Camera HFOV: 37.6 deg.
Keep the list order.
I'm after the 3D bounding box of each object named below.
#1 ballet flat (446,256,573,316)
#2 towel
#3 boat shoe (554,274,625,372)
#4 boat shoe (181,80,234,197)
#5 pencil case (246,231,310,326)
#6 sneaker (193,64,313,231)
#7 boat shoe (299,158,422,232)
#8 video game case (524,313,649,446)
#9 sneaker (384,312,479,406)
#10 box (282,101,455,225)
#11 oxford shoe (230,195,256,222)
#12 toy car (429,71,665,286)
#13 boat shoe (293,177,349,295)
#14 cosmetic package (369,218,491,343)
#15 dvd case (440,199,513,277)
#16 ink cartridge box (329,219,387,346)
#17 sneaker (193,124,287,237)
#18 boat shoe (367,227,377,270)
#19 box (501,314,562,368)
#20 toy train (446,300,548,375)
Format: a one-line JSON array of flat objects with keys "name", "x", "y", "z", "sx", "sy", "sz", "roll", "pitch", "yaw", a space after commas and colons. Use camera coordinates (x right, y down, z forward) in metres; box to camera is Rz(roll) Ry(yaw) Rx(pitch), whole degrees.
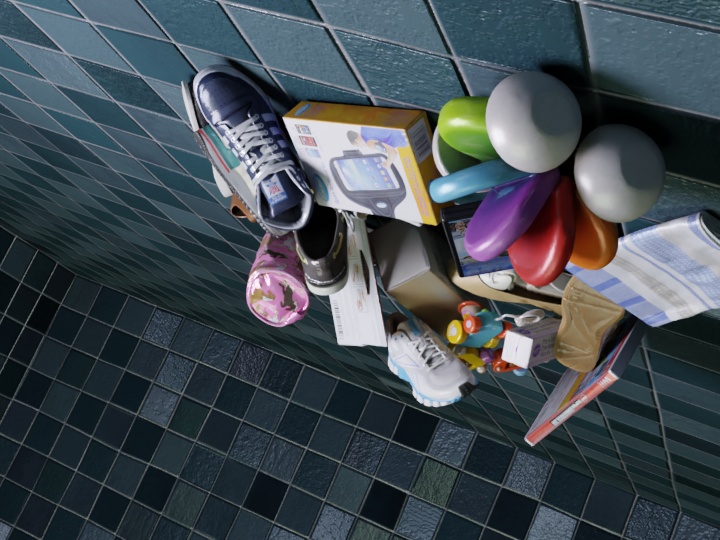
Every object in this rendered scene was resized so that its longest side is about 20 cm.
[{"name": "ballet flat", "x": 0.210, "y": 0.009, "z": 1.341, "sx": 0.200, "sy": 0.069, "sz": 0.063, "roll": 14, "pitch": 158, "yaw": 3}, {"name": "towel", "x": 0.322, "y": 0.004, "z": 1.082, "sx": 0.147, "sy": 0.024, "sz": 0.200, "roll": 31, "pitch": 153, "yaw": -22}, {"name": "boat shoe", "x": 0.277, "y": 0.035, "z": 1.247, "sx": 0.074, "sy": 0.069, "sz": 0.200, "roll": 25, "pitch": 141, "yaw": 12}, {"name": "boat shoe", "x": -0.169, "y": -0.166, "z": 1.315, "sx": 0.060, "sy": 0.074, "sz": 0.200, "roll": -16, "pitch": 142, "yaw": 2}, {"name": "pencil case", "x": -0.093, "y": -0.005, "z": 1.364, "sx": 0.086, "sy": 0.083, "sz": 0.200, "roll": 10, "pitch": -154, "yaw": 2}, {"name": "sneaker", "x": -0.113, "y": -0.130, "z": 1.168, "sx": 0.200, "sy": 0.070, "sz": 0.109, "roll": 55, "pitch": -169, "yaw": -36}, {"name": "boat shoe", "x": -0.002, "y": -0.089, "z": 1.254, "sx": 0.202, "sy": 0.086, "sz": 0.075, "roll": 19, "pitch": 166, "yaw": 30}, {"name": "video game case", "x": 0.288, "y": 0.130, "z": 1.327, "sx": 0.017, "sy": 0.143, "sz": 0.200, "roll": 39, "pitch": 140, "yaw": 3}, {"name": "sneaker", "x": 0.080, "y": 0.108, "z": 1.371, "sx": 0.200, "sy": 0.075, "sz": 0.087, "roll": 29, "pitch": 142, "yaw": 59}, {"name": "box", "x": -0.001, "y": -0.118, "z": 1.134, "sx": 0.200, "sy": 0.041, "sz": 0.119, "roll": 10, "pitch": 135, "yaw": 40}, {"name": "oxford shoe", "x": -0.127, "y": -0.100, "z": 1.496, "sx": 0.071, "sy": 0.071, "sz": 0.200, "roll": 32, "pitch": 164, "yaw": -24}, {"name": "toy car", "x": 0.145, "y": -0.068, "z": 0.916, "sx": 0.200, "sy": 0.150, "sz": 0.175, "roll": 28, "pitch": 168, "yaw": -16}, {"name": "boat shoe", "x": -0.049, "y": -0.064, "z": 1.307, "sx": 0.072, "sy": 0.201, "sz": 0.061, "roll": -11, "pitch": 139, "yaw": 2}, {"name": "cosmetic package", "x": 0.099, "y": 0.014, "z": 1.427, "sx": 0.071, "sy": 0.105, "sz": 0.200, "roll": -29, "pitch": 141, "yaw": 19}, {"name": "dvd case", "x": 0.166, "y": -0.039, "z": 1.145, "sx": 0.142, "sy": 0.018, "sz": 0.200, "roll": -10, "pitch": 161, "yaw": 8}, {"name": "ink cartridge box", "x": 0.000, "y": 0.000, "z": 1.412, "sx": 0.043, "sy": 0.200, "sz": 0.174, "roll": -11, "pitch": -178, "yaw": -24}, {"name": "sneaker", "x": -0.116, "y": -0.122, "z": 1.288, "sx": 0.070, "sy": 0.093, "sz": 0.200, "roll": 50, "pitch": 178, "yaw": 45}, {"name": "boat shoe", "x": -0.016, "y": -0.036, "z": 1.556, "sx": 0.199, "sy": 0.066, "sz": 0.075, "roll": 23, "pitch": 168, "yaw": 8}, {"name": "box", "x": 0.250, "y": 0.083, "z": 1.341, "sx": 0.039, "sy": 0.042, "sz": 0.200, "roll": 19, "pitch": -162, "yaw": 37}, {"name": "toy train", "x": 0.182, "y": 0.087, "z": 1.419, "sx": 0.150, "sy": 0.056, "sz": 0.200, "roll": -12, "pitch": 152, "yaw": -1}]
